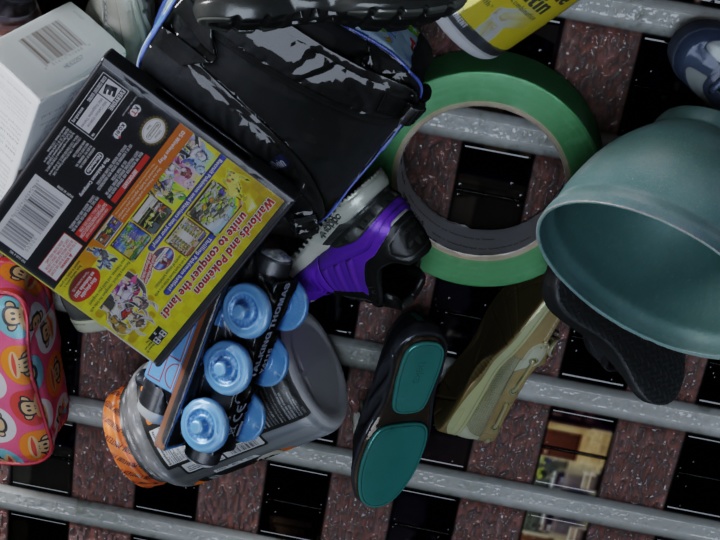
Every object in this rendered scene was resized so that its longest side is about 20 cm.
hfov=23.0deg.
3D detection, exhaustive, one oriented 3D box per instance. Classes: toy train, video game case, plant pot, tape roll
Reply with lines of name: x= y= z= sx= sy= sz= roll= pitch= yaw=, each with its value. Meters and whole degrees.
toy train: x=-0.121 y=0.062 z=1.472 sx=0.114 sy=0.087 sz=0.200 roll=29 pitch=108 yaw=25
video game case: x=-0.175 y=-0.045 z=1.381 sx=0.181 sy=0.026 sz=0.200 roll=37 pitch=118 yaw=-8
plant pot: x=0.256 y=-0.043 z=1.381 sx=0.200 sy=0.134 sz=0.200 roll=27 pitch=159 yaw=12
tape roll: x=0.101 y=-0.083 z=1.470 sx=0.200 sy=0.048 sz=0.201 roll=4 pitch=122 yaw=6

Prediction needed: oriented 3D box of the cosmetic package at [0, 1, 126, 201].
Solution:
cosmetic package: x=-0.268 y=-0.113 z=1.440 sx=0.074 sy=0.102 sz=0.200 roll=42 pitch=140 yaw=13

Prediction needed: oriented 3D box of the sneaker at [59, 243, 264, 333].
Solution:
sneaker: x=-0.187 y=-0.015 z=1.539 sx=0.200 sy=0.075 sz=0.106 roll=-16 pitch=120 yaw=19

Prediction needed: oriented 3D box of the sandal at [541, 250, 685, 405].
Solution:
sandal: x=0.215 y=0.044 z=1.514 sx=0.048 sy=0.075 sz=0.200 roll=8 pitch=152 yaw=50

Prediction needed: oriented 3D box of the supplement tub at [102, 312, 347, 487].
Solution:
supplement tub: x=-0.123 y=0.118 z=1.584 sx=0.200 sy=0.123 sz=0.123 roll=-22 pitch=115 yaw=21

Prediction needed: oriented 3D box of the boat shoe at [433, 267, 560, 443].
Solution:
boat shoe: x=0.135 y=0.075 z=1.551 sx=0.063 sy=0.073 sz=0.201 roll=20 pitch=123 yaw=-18

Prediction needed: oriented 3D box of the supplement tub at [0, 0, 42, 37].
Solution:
supplement tub: x=-0.328 y=-0.181 z=1.444 sx=0.107 sy=0.107 sz=0.200 roll=30 pitch=120 yaw=-10

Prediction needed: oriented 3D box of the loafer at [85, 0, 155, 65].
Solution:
loafer: x=-0.200 y=-0.193 z=1.437 sx=0.070 sy=0.070 sz=0.200 roll=-6 pitch=121 yaw=3

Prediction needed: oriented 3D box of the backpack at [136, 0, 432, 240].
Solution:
backpack: x=-0.066 y=-0.162 z=1.388 sx=0.200 sy=0.147 sz=0.183 roll=34 pitch=118 yaw=-15

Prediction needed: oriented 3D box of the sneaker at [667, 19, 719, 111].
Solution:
sneaker: x=0.328 y=-0.123 z=1.390 sx=0.200 sy=0.082 sz=0.070 roll=31 pitch=121 yaw=-10

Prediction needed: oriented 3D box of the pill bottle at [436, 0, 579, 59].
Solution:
pill bottle: x=0.142 y=-0.254 z=1.322 sx=0.200 sy=0.112 sz=0.112 roll=-33 pitch=111 yaw=25

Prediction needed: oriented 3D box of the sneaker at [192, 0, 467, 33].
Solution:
sneaker: x=-0.020 y=-0.213 z=1.265 sx=0.200 sy=0.075 sz=0.079 roll=-1 pitch=85 yaw=-11

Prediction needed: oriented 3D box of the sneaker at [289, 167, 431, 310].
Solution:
sneaker: x=0.000 y=0.000 z=1.474 sx=0.100 sy=0.070 sz=0.200 roll=45 pitch=150 yaw=1

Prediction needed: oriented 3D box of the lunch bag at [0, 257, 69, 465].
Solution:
lunch bag: x=-0.366 y=0.083 z=1.624 sx=0.176 sy=0.082 sz=0.200 roll=3 pitch=122 yaw=8

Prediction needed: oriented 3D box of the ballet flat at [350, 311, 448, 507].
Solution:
ballet flat: x=0.031 y=0.120 z=1.595 sx=0.073 sy=0.073 sz=0.200 roll=15 pitch=121 yaw=-1
